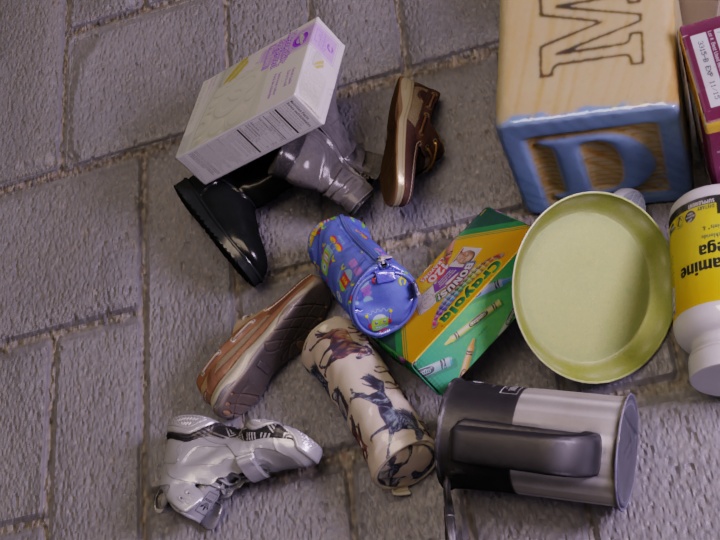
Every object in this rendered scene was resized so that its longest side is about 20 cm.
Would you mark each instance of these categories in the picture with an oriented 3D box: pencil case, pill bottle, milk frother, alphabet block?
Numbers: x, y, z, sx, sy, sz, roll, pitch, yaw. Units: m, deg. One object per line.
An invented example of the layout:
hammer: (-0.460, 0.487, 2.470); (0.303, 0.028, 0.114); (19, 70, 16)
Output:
pencil case: (0.000, 0.000, 1.460); (0.078, 0.087, 0.200); (-1, 21, -18)
pill bottle: (0.376, 0.021, 1.334); (0.112, 0.113, 0.201); (-6, 60, 18)
pencil case: (0.009, 0.148, 1.423); (0.077, 0.090, 0.200); (-17, 52, -23)
milk frother: (0.169, 0.223, 1.302); (0.187, 0.180, 0.201); (3, 106, 23)
alphabet block: (0.265, -0.202, 1.459); (0.195, 0.196, 0.201); (-4, 61, 16)

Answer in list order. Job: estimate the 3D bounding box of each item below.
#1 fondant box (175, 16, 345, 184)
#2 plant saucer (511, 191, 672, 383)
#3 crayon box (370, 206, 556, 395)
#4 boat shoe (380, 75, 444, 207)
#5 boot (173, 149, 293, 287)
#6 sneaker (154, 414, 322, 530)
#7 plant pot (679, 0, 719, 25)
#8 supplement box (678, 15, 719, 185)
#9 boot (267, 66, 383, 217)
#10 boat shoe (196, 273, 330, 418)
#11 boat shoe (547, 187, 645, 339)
fondant box: (-0.120, -0.204, 1.572); (0.199, 0.058, 0.145); (-22, 39, 33)
plant saucer: (0.242, 0.018, 1.371); (0.200, 0.200, 0.031); (-53, 16, -13)
crayon box: (0.114, 0.031, 1.420); (0.200, 0.058, 0.119); (-46, 27, -6)
boat shoe: (0.069, -0.153, 1.573); (0.072, 0.072, 0.201); (13, 46, -8)
boot: (-0.125, -0.092, 1.619); (0.162, 0.073, 0.198); (-35, 57, -8)
sneaker: (-0.139, 0.227, 1.437); (0.199, 0.075, 0.115); (2, 63, 27)
plant pot: (0.365, -0.377, 1.531); (0.176, 0.200, 0.201); (23, 71, 18)
supplement box: (0.407, -0.163, 1.375); (0.103, 0.200, 0.131); (-15, 57, 13)
boot: (-0.025, -0.162, 1.605); (0.131, 0.070, 0.201); (26, 59, -9)
boat shoe: (-0.117, 0.077, 1.514); (0.072, 0.076, 0.200); (35, 76, 35)
boat shoe: (0.238, -0.013, 1.429); (0.067, 0.074, 0.200); (15, 61, 48)
